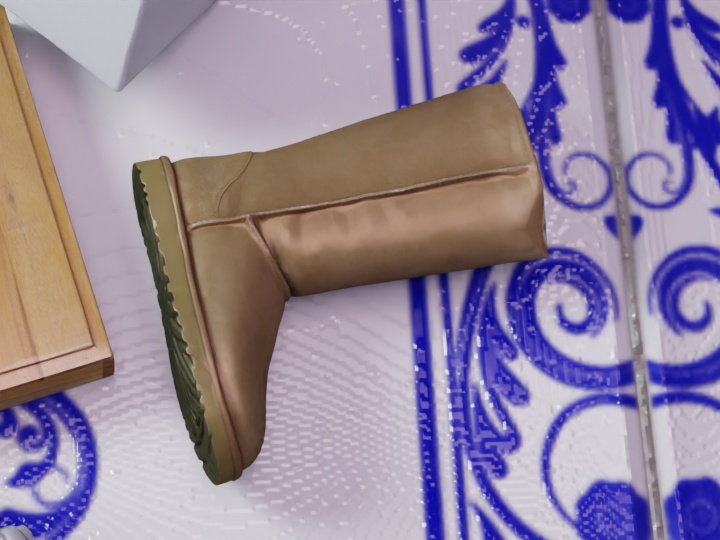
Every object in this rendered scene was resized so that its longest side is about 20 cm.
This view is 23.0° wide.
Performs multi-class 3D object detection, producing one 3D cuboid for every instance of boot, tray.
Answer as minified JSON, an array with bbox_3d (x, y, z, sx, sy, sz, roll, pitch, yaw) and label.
[{"bbox_3d":[0.000,0.000,0.867,0.198,0.066,0.177,-11,73,-13],"label":"boot"},{"bbox_3d":[-0.196,-0.032,0.867,0.098,0.037,0.202,-16,73,-13],"label":"tray"}]

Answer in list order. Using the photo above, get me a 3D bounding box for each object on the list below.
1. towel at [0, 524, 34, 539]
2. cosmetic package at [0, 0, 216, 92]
[{"bbox_3d":[-0.187,0.226,0.753,0.199,0.086,0.166,-35,77,-16],"label":"towel"},{"bbox_3d":[-0.141,-0.235,0.847,0.199,0.200,0.123,35,50,5],"label":"cosmetic package"}]
